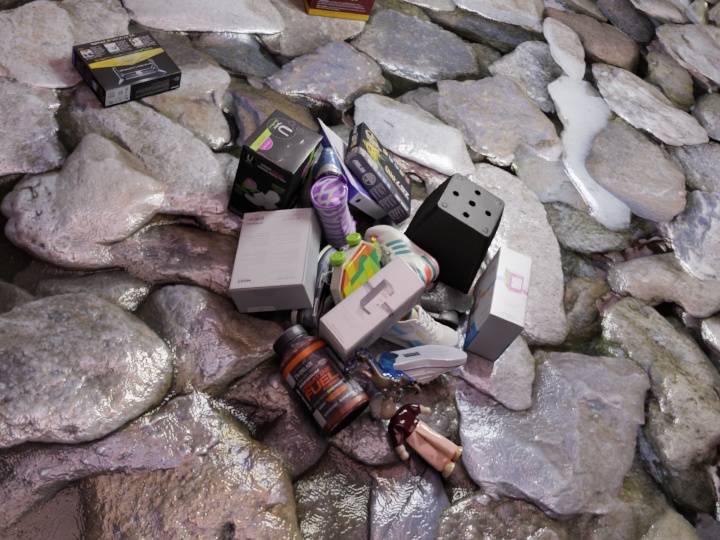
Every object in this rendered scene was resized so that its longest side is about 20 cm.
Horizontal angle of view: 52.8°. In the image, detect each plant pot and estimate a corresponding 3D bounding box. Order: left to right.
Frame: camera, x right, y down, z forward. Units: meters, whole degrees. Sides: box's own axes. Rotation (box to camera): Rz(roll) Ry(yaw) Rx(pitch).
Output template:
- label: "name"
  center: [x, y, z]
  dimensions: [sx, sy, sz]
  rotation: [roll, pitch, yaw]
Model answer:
- label: "plant pot"
  center: [0.219, -0.096, 1.653]
  dimensions: [0.198, 0.178, 0.201]
  rotation: [32, 48, 2]

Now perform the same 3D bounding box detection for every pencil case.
- label: "pencil case"
  center: [-0.053, -0.122, 1.546]
  dimensions: [0.085, 0.200, 0.084]
  rotation: [-33, 69, -8]

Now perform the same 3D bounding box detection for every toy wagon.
- label: "toy wagon"
  center: [0.000, 0.000, 1.508]
  dimensions: [0.039, 0.157, 0.200]
  rotation: [7, 40, 31]

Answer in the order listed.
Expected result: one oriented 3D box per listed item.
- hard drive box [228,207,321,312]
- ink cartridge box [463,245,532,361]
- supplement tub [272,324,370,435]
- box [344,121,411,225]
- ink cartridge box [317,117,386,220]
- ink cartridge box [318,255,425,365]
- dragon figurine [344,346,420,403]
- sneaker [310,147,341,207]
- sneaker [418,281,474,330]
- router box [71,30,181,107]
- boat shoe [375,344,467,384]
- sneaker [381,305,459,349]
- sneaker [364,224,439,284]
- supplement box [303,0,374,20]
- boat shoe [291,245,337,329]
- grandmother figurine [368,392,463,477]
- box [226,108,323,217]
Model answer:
- label: "hard drive box"
  center: [-0.168, -0.023, 1.459]
  dimensions: [0.153, 0.077, 0.202]
  rotation: [-4, 51, 11]
- label: "ink cartridge box"
  center: [0.301, 0.070, 1.583]
  dimensions: [0.084, 0.145, 0.202]
  rotation: [22, 50, -3]
- label: "supplement tub"
  center: [-0.080, 0.199, 1.353]
  dimensions: [0.106, 0.107, 0.200]
  rotation: [-29, 69, -36]
- label: "box"
  center: [0.044, -0.225, 1.677]
  dimensions: [0.200, 0.049, 0.162]
  rotation: [49, 28, -25]
- label: "ink cartridge box"
  center: [-0.028, -0.228, 1.661]
  dimensions: [0.200, 0.043, 0.200]
  rotation: [31, 30, -60]
- label: "ink cartridge box"
  center: [0.019, 0.080, 1.383]
  dimensions: [0.199, 0.146, 0.085]
  rotation: [-37, 78, -15]
- label: "dragon figurine"
  center: [0.052, 0.193, 1.367]
  dimensions: [0.199, 0.059, 0.100]
  rotation: [10, 36, -54]
- label: "sneaker"
  center: [-0.071, -0.195, 1.588]
  dimensions: [0.075, 0.200, 0.078]
  rotation: [0, 71, -11]
- label: "sneaker"
  center: [0.155, 0.068, 1.583]
  dimensions: [0.197, 0.060, 0.105]
  rotation: [21, 50, -13]
- label: "router box"
  center: [-0.544, -0.474, 1.693]
  dimensions: [0.199, 0.052, 0.158]
  rotation: [-27, 68, -35]
- label: "boat shoe"
  center: [0.121, 0.197, 1.467]
  dimensions: [0.197, 0.066, 0.074]
  rotation: [-3, 22, -15]
- label: "sneaker"
  center: [0.119, 0.119, 1.512]
  dimensions: [0.197, 0.081, 0.077]
  rotation: [18, 48, -11]
- label: "sneaker"
  center: [0.074, -0.029, 1.588]
  dimensions: [0.199, 0.071, 0.093]
  rotation: [35, 40, 22]
- label: "supplement box"
  center: [-0.051, -0.854, 2.087]
  dimensions: [0.195, 0.201, 0.134]
  rotation: [-3, 56, -24]
- label: "boat shoe"
  center: [-0.080, 0.034, 1.487]
  dimensions: [0.061, 0.075, 0.201]
  rotation: [13, 49, 14]
- label: "grandmother figurine"
  center: [0.100, 0.302, 1.384]
  dimensions: [0.199, 0.061, 0.121]
  rotation: [36, 41, 2]
- label: "box"
  center: [-0.184, -0.209, 1.549]
  dimensions: [0.123, 0.201, 0.149]
  rotation: [30, 49, 1]
